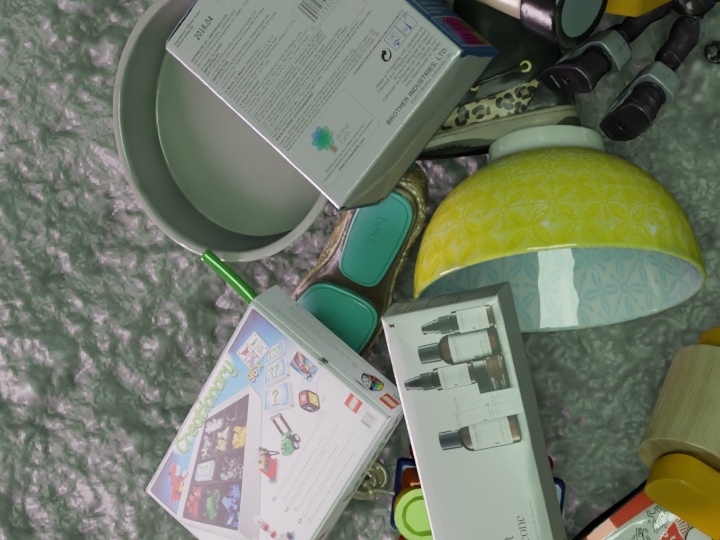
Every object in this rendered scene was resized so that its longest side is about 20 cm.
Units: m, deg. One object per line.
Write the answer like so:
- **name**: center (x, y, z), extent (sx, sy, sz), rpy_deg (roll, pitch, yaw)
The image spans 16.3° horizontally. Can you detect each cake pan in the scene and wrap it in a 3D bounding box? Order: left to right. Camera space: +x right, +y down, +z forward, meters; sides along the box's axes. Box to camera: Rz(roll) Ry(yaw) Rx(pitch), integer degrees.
- **cake pan**: center (-0.085, -0.107, 1.754), extent (0.200, 0.037, 0.201), rpy_deg (5, 99, 33)

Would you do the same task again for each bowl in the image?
- **bowl**: center (0.130, -0.035, 1.709), extent (0.199, 0.200, 0.108), rpy_deg (-6, 73, 7)

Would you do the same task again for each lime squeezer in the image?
- **lime squeezer**: center (-0.053, 0.073, 1.772), extent (0.070, 0.038, 0.201), rpy_deg (-1, 113, 36)

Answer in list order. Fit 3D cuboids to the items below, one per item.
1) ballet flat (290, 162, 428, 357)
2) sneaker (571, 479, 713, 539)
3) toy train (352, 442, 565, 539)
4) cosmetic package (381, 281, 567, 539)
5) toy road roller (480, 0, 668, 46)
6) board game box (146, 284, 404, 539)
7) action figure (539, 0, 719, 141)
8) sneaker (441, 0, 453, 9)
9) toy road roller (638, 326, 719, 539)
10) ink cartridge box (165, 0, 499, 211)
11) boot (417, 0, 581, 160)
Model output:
- **ballet flat**: center (0.000, 0.000, 1.768), extent (0.070, 0.065, 0.200), rpy_deg (31, 127, -1)
- **sneaker**: center (0.219, 0.201, 1.763), extent (0.201, 0.067, 0.108), rpy_deg (-40, 86, 5)
- **toy train**: center (0.040, 0.164, 1.756), extent (0.199, 0.116, 0.085), rpy_deg (7, 94, 6)
- **cosmetic package**: center (0.077, 0.115, 1.658), extent (0.082, 0.051, 0.201), rpy_deg (-11, 99, 16)
- **toy road roller**: center (0.138, -0.241, 1.592), extent (0.123, 0.200, 0.146), rpy_deg (29, 127, 33)
- **board game box**: center (-0.060, 0.123, 1.750), extent (0.126, 0.035, 0.200), rpy_deg (40, 126, 13)
- **action figure**: center (0.217, -0.180, 1.719), extent (0.130, 0.069, 0.200), rpy_deg (46, 69, -5)
- **sneaker**: center (0.044, -0.242, 1.693), extent (0.088, 0.074, 0.201), rpy_deg (-2, 89, 31)
- **toy road roller**: center (0.300, 0.120, 1.668), extent (0.200, 0.146, 0.123), rpy_deg (30, 62, -11)
- **ink cartridge box**: center (-0.031, -0.155, 1.647), extent (0.200, 0.076, 0.137), rpy_deg (42, 106, 13)
- **boot**: center (0.049, -0.154, 1.757), extent (0.199, 0.073, 0.151), rpy_deg (-5, 88, 15)
